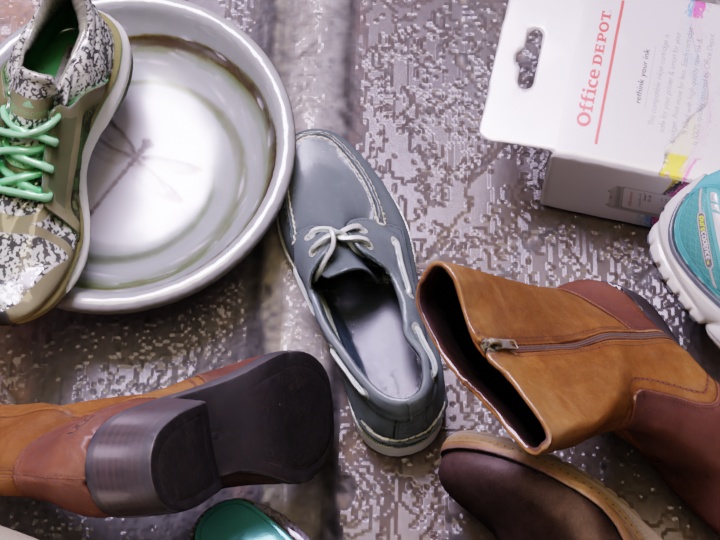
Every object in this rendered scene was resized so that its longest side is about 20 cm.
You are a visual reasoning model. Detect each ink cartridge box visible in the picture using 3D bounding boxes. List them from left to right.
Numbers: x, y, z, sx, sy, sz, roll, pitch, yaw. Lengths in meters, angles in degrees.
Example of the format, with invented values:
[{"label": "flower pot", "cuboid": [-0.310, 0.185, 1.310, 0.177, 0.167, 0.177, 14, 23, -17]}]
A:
[{"label": "ink cartridge box", "cuboid": [0.172, -0.089, 0.933, 0.198, 0.068, 0.117, 13, 67, 6]}]

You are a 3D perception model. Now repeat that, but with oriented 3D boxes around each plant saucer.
[{"label": "plant saucer", "cuboid": [-0.135, -0.061, 0.941, 0.198, 0.050, 0.202, -1, 66, 2]}]

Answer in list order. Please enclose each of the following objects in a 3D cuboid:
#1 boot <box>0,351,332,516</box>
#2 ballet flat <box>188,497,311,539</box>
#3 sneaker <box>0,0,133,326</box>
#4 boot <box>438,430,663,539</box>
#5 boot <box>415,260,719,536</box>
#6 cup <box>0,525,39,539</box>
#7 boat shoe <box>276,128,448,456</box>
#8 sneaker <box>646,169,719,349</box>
[{"label": "boot", "cuboid": [-0.132, 0.088, 0.844, 0.199, 0.188, 0.069, -4, 102, 31]}, {"label": "ballet flat", "cuboid": [-0.007, 0.191, 0.811, 0.072, 0.072, 0.200, -42, 60, -15]}, {"label": "sneaker", "cuboid": [-0.177, -0.070, 0.870, 0.076, 0.089, 0.202, 7, 67, 5]}, {"label": "boot", "cuboid": [0.087, 0.190, 0.810, 0.199, 0.072, 0.167, 34, 70, 12]}, {"label": "boot", "cuboid": [0.133, 0.070, 0.791, 0.068, 0.200, 0.189, -41, 67, 22]}, {"label": "cup", "cuboid": [-0.155, 0.213, 0.762, 0.142, 0.200, 0.202, 7, 64, -24]}, {"label": "boat shoe", "cuboid": [0.000, 0.000, 0.902, 0.072, 0.062, 0.201, -16, 67, -5]}, {"label": "sneaker", "cuboid": [0.236, 0.030, 0.852, 0.200, 0.080, 0.077, 47, 32, 7]}]
